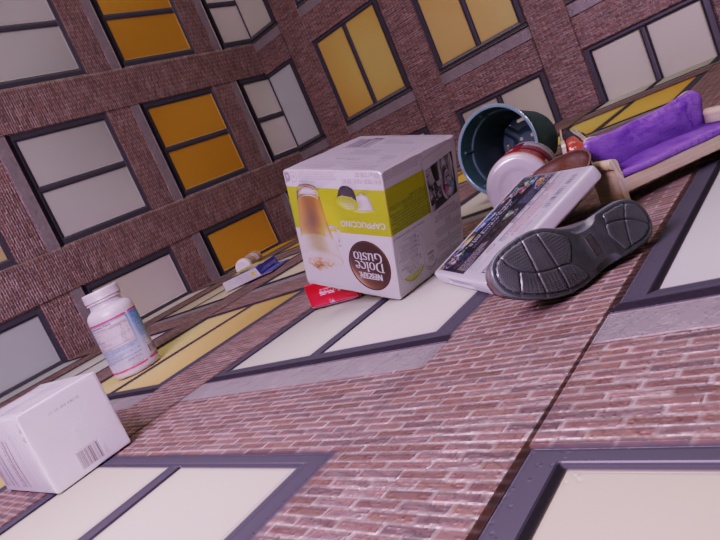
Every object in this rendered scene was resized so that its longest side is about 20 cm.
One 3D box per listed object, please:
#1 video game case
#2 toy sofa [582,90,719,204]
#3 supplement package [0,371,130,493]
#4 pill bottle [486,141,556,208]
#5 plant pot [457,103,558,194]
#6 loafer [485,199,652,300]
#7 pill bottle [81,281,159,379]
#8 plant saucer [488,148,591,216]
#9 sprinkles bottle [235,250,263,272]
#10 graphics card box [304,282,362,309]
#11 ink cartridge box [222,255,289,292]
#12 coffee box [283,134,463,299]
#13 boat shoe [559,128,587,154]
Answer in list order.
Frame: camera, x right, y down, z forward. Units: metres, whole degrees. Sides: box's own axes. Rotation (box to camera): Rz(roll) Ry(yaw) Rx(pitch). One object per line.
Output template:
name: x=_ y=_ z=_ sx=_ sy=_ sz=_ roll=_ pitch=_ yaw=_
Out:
video game case: x=0.199 y=-0.054 z=0.815 sx=0.200 sy=0.023 sz=0.182 roll=-47 pitch=12 yaw=-6
toy sofa: x=0.420 y=-0.176 z=0.860 sx=0.197 sy=0.099 sz=0.083 roll=-24 pitch=8 yaw=0
supplement package: x=-0.429 y=0.224 z=0.848 sx=0.198 sy=0.111 sz=0.113 roll=-16 pitch=12 yaw=43
pill bottle: x=0.296 y=-0.167 z=1.101 sx=0.111 sy=0.115 sz=0.200 roll=-20 pitch=9 yaw=27
plant pot: x=0.360 y=-0.290 z=1.445 sx=0.198 sy=0.204 sz=0.195 roll=-17 pitch=3 yaw=40
loafer: x=0.212 y=-0.012 z=0.639 sx=0.197 sy=0.073 sz=0.063 roll=-21 pitch=-12 yaw=-17
pill bottle: x=-0.548 y=0.135 z=1.399 sx=0.107 sy=0.203 sz=0.109 roll=-23 pitch=8 yaw=4
plant saucer: x=0.257 y=-0.093 z=0.892 sx=0.200 sy=0.037 sz=0.201 roll=-42 pitch=12 yaw=11
sprinkles bottle: x=-0.461 y=-0.032 z=2.564 sx=0.067 sy=0.069 sz=0.200 roll=-23 pitch=9 yaw=10
graphics card box: x=0.000 y=0.000 z=1.158 sx=0.124 sy=0.052 sz=0.199 roll=-17 pitch=12 yaw=41
ink cartridge box: x=-0.379 y=-0.001 z=2.239 sx=0.197 sy=0.048 sz=0.198 roll=-25 pitch=8 yaw=16
coffee box: x=0.029 y=-0.094 z=0.993 sx=0.197 sy=0.202 sz=0.199 roll=9 pitch=30 yaw=38
boat shoe: x=0.494 y=-0.292 z=1.420 sx=0.061 sy=0.072 sz=0.200 roll=-14 pitch=14 yaw=21
